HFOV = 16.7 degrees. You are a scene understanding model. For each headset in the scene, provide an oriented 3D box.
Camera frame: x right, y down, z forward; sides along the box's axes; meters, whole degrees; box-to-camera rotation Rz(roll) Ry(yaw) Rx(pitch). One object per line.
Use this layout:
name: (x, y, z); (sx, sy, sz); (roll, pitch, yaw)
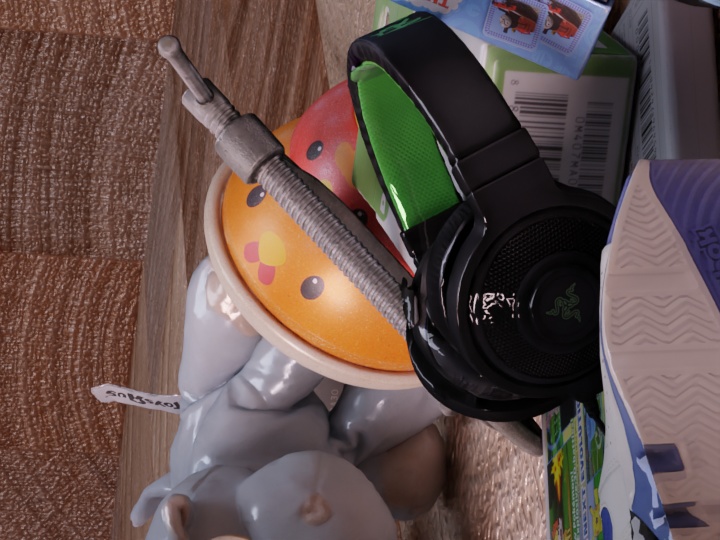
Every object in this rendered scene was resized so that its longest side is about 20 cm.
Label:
headset: (0.040, 0.018, 0.781); (0.201, 0.094, 0.124); (61, 170, 5)

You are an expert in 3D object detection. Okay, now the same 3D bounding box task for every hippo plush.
hippo plush: (-0.053, 0.087, 1.163); (0.161, 0.199, 0.160); (-71, -29, -60)

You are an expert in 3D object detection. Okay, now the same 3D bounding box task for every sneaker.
sneaker: (0.094, 0.073, 0.706); (0.115, 0.080, 0.200); (123, 147, -67)

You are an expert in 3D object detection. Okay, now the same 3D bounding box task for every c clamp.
c clamp: (0.000, 0.000, 0.962); (0.027, 0.200, 0.171); (-44, -9, 2)

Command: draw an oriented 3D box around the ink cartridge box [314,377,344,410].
ink cartridge box: (-0.043, 0.125, 1.591); (0.200, 0.050, 0.162); (-170, 83, -78)

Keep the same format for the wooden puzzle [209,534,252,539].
wooden puzzle: (-0.046, 0.189, 1.087); (0.200, 0.185, 0.046); (-28, 25, 48)

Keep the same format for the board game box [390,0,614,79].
board game box: (0.004, -0.153, 0.837); (0.151, 0.199, 0.037); (-63, -5, -51)

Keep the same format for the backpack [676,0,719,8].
backpack: (0.047, -0.175, 0.717); (0.183, 0.199, 0.135); (104, 166, -49)

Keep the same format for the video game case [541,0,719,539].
video game case: (0.097, 0.016, 0.886); (0.182, 0.022, 0.201); (116, 155, -66)

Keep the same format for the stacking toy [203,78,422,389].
stacking toy: (0.030, -0.057, 1.080); (0.147, 0.146, 0.200); (-95, 29, -41)

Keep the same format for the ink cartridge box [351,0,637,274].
ink cartridge box: (0.047, -0.055, 0.945); (0.200, 0.059, 0.104); (-122, 37, -71)
